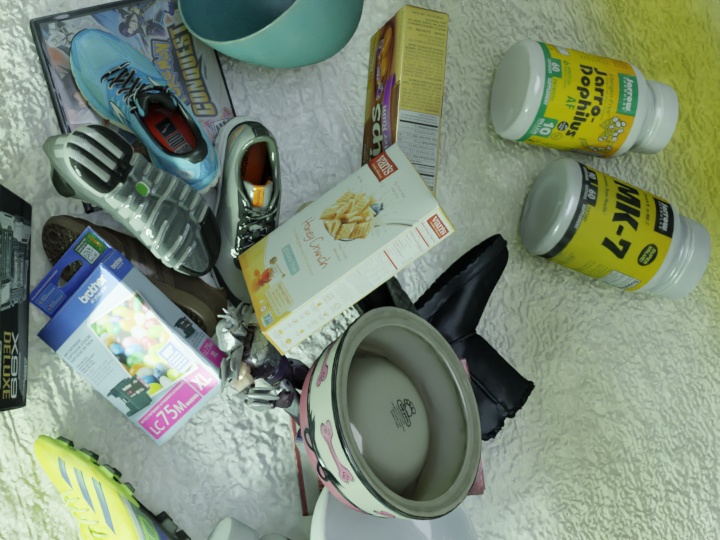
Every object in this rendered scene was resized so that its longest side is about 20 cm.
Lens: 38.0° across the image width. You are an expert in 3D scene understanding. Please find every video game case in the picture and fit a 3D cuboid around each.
[{"bbox_3d":[-0.226,-0.180,1.086,0.178,0.025,0.203,-17,91,-19],"label":"video game case"}]

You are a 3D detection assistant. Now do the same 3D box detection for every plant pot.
[{"bbox_3d":[-0.071,-0.291,1.081,0.134,0.198,0.203,32,72,-51],"label":"plant pot"}]

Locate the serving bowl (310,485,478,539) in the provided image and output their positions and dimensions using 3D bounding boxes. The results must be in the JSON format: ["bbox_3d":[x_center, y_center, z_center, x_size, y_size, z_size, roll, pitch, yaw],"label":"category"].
[{"bbox_3d":[0.027,0.281,1.025,0.198,0.066,0.203,24,48,-29],"label":"serving bowl"}]

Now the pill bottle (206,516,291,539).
[{"bbox_3d":[-0.070,0.335,1.043,0.198,0.114,0.115,33,76,-13],"label":"pill bottle"}]

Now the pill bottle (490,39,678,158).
[{"bbox_3d":[0.260,-0.192,1.207,0.197,0.113,0.115,9,82,-18],"label":"pill bottle"}]

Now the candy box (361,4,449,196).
[{"bbox_3d":[0.045,-0.167,1.130,0.055,0.116,0.204,8,83,-17],"label":"candy box"}]

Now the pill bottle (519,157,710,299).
[{"bbox_3d":[0.294,-0.043,1.205,0.197,0.114,0.116,20,79,-16],"label":"pill bottle"}]

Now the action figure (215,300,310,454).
[{"bbox_3d":[-0.072,0.104,1.026,0.200,0.069,0.131,46,40,-27],"label":"action figure"}]

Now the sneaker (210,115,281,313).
[{"bbox_3d":[-0.116,-0.054,1.073,0.073,0.079,0.204,-5,103,-24],"label":"sneaker"}]

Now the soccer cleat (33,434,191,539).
[{"bbox_3d":[-0.249,0.241,1.017,0.200,0.065,0.084,44,76,-10],"label":"soccer cleat"}]

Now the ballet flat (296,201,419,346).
[{"bbox_3d":[0.000,0.000,1.106,0.066,0.057,0.201,-39,74,-4],"label":"ballet flat"}]

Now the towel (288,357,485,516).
[{"bbox_3d":[0.026,0.176,1.105,0.196,0.023,0.147,-8,91,3],"label":"towel"}]

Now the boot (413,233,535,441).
[{"bbox_3d":[0.131,0.082,1.158,0.198,0.073,0.163,-43,96,-10],"label":"boot"}]

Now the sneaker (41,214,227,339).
[{"bbox_3d":[-0.225,0.003,1.055,0.198,0.071,0.076,34,33,-3],"label":"sneaker"}]

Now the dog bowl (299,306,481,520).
[{"bbox_3d":[0.025,0.142,0.997,0.198,0.073,0.203,23,55,-37],"label":"dog bowl"}]

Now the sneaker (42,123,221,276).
[{"bbox_3d":[-0.227,-0.071,1.018,0.200,0.114,0.076,48,64,-37],"label":"sneaker"}]

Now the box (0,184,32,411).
[{"bbox_3d":[-0.344,0.027,0.954,0.049,0.158,0.204,0,84,-4],"label":"box"}]

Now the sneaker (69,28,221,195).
[{"bbox_3d":[-0.207,-0.168,1.023,0.200,0.090,0.078,45,73,5],"label":"sneaker"}]

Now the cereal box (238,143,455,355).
[{"bbox_3d":[-0.018,-0.025,0.996,0.199,0.144,0.040,-36,123,5],"label":"cereal box"}]

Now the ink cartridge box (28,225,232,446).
[{"bbox_3d":[-0.229,0.067,1.020,0.200,0.042,0.119,45,116,-8],"label":"ink cartridge box"}]
